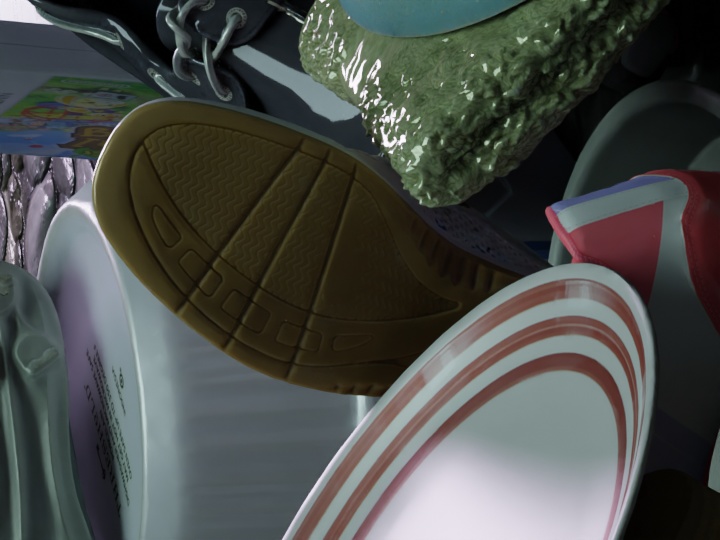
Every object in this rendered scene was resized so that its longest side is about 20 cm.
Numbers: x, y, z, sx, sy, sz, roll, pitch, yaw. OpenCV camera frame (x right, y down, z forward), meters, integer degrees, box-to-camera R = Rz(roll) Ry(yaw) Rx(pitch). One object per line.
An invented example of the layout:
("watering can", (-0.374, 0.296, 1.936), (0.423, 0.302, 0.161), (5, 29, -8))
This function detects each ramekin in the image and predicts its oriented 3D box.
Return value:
("ramekin", (-0.059, 0.048, 1.061), (0.202, 0.094, 0.203), (176, 90, -69))

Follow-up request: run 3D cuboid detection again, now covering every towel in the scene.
("towel", (0.069, -0.112, 0.854), (0.200, 0.036, 0.148), (-46, 27, 5))

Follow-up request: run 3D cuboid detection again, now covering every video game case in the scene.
("video game case", (-0.078, -0.067, 1.155), (0.182, 0.200, 0.022), (162, 110, -68))

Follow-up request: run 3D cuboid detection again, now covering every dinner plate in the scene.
("dinner plate", (0.020, 0.088, 0.752), (0.200, 0.024, 0.200), (-50, 19, 25))

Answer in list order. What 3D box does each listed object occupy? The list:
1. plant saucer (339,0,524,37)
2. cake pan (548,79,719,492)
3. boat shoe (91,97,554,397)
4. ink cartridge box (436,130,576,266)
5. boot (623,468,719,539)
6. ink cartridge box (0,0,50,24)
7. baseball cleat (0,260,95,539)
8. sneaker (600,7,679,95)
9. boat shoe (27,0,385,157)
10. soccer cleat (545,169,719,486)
("plant saucer", (0.058, -0.157, 0.859), (0.200, 0.027, 0.200), (-35, 30, 24))
("cake pan", (0.114, 0.039, 0.894), (0.200, 0.037, 0.201), (177, 90, -69))
("boat shoe", (0.000, 0.000, 0.876), (0.071, 0.200, 0.069), (-57, 25, 11))
("ink cartridge box", (0.026, 0.036, 1.075), (0.137, 0.076, 0.200), (-119, 32, -49))
("boot", (0.081, 0.126, 0.811), (0.201, 0.144, 0.071), (-24, 37, 48))
("ink cartridge box", (-0.059, -0.126, 1.171), (0.200, 0.146, 0.083), (162, 101, -67))
("baseball cleat", (-0.134, 0.099, 1.063), (0.106, 0.070, 0.200), (125, 146, -69))
("sneaker", (0.027, -0.076, 0.981), (0.200, 0.079, 0.096), (22, 88, 50))
("boat shoe", (-0.052, -0.075, 0.977), (0.200, 0.063, 0.073), (35, 115, 39))
("soccer cleat", (0.074, 0.059, 0.843), (0.067, 0.076, 0.200), (-122, 36, -51))
